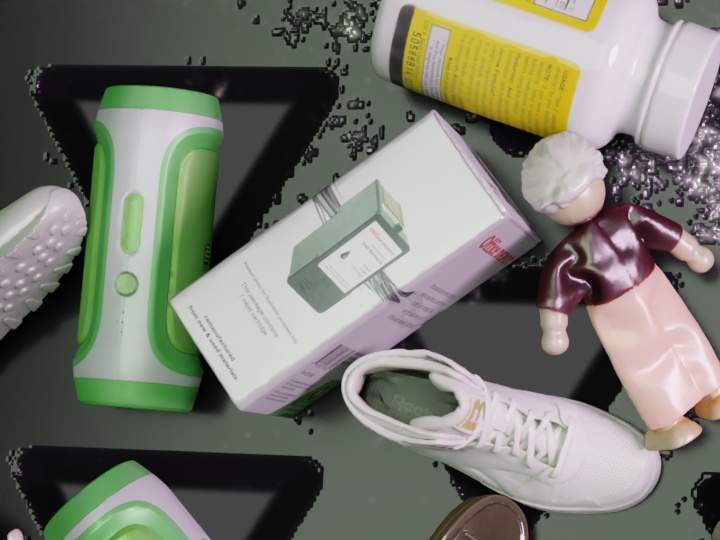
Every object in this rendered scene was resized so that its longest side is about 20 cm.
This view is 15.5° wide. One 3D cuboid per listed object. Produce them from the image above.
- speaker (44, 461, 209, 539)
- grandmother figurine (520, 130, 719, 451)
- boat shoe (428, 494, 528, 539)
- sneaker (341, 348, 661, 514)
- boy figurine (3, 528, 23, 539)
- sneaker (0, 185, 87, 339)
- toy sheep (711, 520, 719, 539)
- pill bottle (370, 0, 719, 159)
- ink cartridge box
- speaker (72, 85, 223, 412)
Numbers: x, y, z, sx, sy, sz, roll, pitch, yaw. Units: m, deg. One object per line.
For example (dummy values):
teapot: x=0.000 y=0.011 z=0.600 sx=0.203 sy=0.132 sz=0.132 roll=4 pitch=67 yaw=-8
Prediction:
speaker: x=-0.108 y=0.218 z=1.641 sx=0.088 sy=0.088 sz=0.200 roll=-41 pitch=79 yaw=5
grandmother figurine: x=0.154 y=0.010 z=1.592 sx=0.121 sy=0.061 sz=0.201 roll=-32 pitch=101 yaw=-27
boat shoe: x=0.034 y=0.226 z=1.624 sx=0.072 sy=0.068 sz=0.200 roll=35 pitch=73 yaw=-23
sneaker: x=0.082 y=0.100 z=1.606 sx=0.199 sy=0.116 sz=0.074 roll=15 pitch=87 yaw=10
boy figurine: x=-0.233 y=0.213 z=1.676 sx=0.200 sy=0.064 sz=0.124 roll=43 pitch=128 yaw=10
sneaker: x=-0.253 y=0.004 z=1.678 sx=0.200 sy=0.076 sz=0.081 roll=-43 pitch=61 yaw=26
toy sheep: x=0.277 y=0.158 z=1.560 sx=0.137 sy=0.138 sz=0.200 roll=23 pitch=60 yaw=12
pill bottle: x=0.116 y=-0.139 z=1.620 sx=0.199 sy=0.111 sz=0.112 roll=21 pitch=90 yaw=12
ink cartridge box: x=0.000 y=0.000 z=1.614 sx=0.200 sy=0.146 sz=0.084 roll=-35 pitch=79 yaw=6
speaker: x=-0.134 y=-0.013 z=1.671 sx=0.088 sy=0.088 sz=0.201 roll=4 pitch=86 yaw=11
